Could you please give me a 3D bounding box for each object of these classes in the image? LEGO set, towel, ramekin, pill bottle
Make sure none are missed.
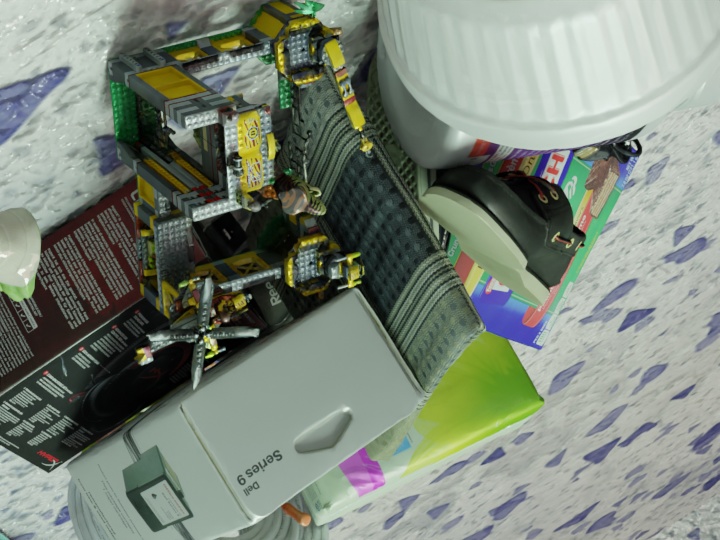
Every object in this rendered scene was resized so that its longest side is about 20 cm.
[{"bbox_3d":[-0.055,-0.042,0.950,0.152,0.116,0.202,-9,117,-31],"label":"LEGO set"},{"bbox_3d":[0.000,0.000,1.081,0.034,0.194,0.200,-22,161,-27],"label":"towel"},{"bbox_3d":[0.096,-0.171,0.892,0.201,0.203,0.094,-32,145,-3],"label":"ramekin"},{"bbox_3d":[0.119,-0.127,1.029,0.198,0.112,0.112,-9,150,-23],"label":"pill bottle"}]

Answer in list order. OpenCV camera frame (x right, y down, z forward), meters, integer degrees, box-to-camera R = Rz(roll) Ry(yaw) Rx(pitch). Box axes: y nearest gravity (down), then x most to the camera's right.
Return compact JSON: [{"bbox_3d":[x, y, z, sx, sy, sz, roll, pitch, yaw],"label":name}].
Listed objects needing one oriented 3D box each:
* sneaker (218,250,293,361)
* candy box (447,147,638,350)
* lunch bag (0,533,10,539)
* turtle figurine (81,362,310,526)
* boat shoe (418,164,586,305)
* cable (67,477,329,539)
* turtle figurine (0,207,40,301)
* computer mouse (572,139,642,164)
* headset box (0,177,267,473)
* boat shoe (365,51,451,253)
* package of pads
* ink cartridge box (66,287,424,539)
[{"bbox_3d":[-0.040,0.004,1.215,0.200,0.067,0.090,-39,162,19],"label":"sneaker"},{"bbox_3d":[0.107,-0.044,1.229,0.170,0.077,0.200,-63,153,3],"label":"candy box"},{"bbox_3d":[-0.320,0.297,1.367,0.169,0.122,0.200,-30,150,-1],"label":"lunch bag"},{"bbox_3d":[-0.119,0.108,1.225,0.160,0.200,0.065,3,121,-27],"label":"turtle figurine"},{"bbox_3d":[0.088,-0.033,1.047,0.063,0.073,0.201,-57,159,0],"label":"boat shoe"},{"bbox_3d":[-0.119,0.187,1.311,0.198,0.201,0.069,13,129,-31],"label":"cable"},{"bbox_3d":[-0.264,0.018,0.847,0.143,0.202,0.193,-6,-175,42],"label":"turtle figurine"},{"bbox_3d":[0.181,-0.167,1.143,0.109,0.044,0.202,-2,116,-57],"label":"computer mouse"},{"bbox_3d":[-0.156,0.030,1.099,0.199,0.075,0.149,-34,158,0],"label":"headset box"},{"bbox_3d":[0.035,-0.049,1.111,0.062,0.074,0.202,-12,113,-46],"label":"boat shoe"},{"bbox_3d":[0.020,0.083,1.347,0.198,0.156,0.068,-23,164,-20],"label":"package of pads"},{"bbox_3d":[-0.074,0.099,1.071,0.145,0.085,0.200,-33,-178,-33],"label":"ink cartridge box"}]
